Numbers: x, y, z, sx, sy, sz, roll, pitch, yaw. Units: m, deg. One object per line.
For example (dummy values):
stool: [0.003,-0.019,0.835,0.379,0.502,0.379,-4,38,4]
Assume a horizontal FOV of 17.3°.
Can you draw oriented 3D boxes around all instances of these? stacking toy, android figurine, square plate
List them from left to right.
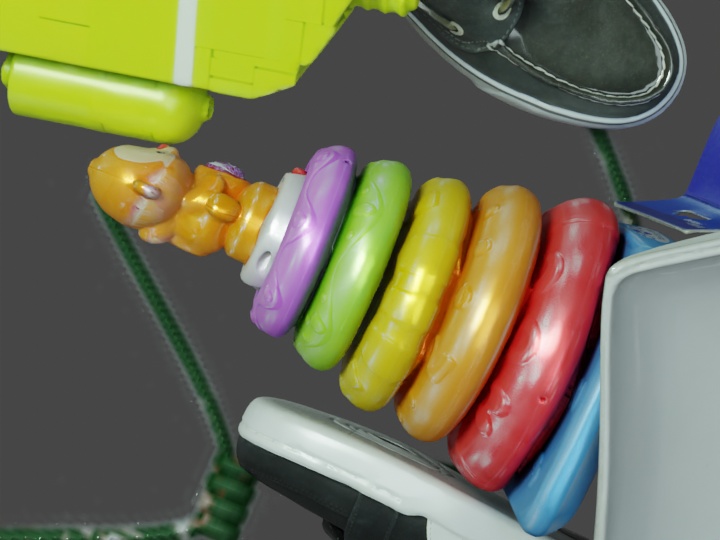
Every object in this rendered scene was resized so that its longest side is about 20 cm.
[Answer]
android figurine: [-0.074,-0.128,0.781,0.199,0.041,0.183,9,116,9]
stacking toy: [0.000,0.000,0.816,0.199,0.116,0.110,23,96,-5]
square plate: [0.163,0.050,0.798,0.197,0.028,0.201,-14,131,-16]

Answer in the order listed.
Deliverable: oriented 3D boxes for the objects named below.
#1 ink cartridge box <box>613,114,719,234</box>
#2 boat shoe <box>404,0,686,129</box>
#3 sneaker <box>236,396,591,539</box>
ink cartridge box: [0.198,-0.034,0.841,0.199,0.099,0.039,0,98,-10]
boat shoe: [0.033,-0.114,0.826,0.200,0.057,0.069,35,91,-11]
sneaker: [0.028,0.133,0.850,0.199,0.073,0.112,27,91,-13]
